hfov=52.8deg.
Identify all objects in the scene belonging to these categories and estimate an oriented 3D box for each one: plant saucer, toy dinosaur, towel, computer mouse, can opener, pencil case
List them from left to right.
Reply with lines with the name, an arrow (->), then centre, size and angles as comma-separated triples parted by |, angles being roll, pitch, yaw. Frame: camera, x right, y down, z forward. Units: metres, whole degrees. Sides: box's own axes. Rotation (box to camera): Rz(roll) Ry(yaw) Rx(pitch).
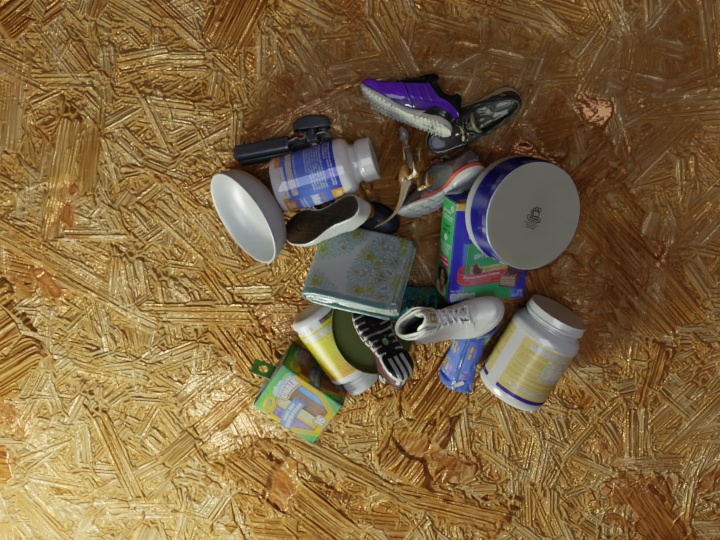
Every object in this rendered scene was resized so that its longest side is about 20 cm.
can opener -> -0.153, -0.259, 1.436 | 0.199, 0.053, 0.067 | -9, 75, 9
computer mouse -> -0.016, -0.120, 1.467 | 0.199, 0.034, 0.059 | 17, 110, 1
towel -> 0.000, 0.000, 1.439 | 0.199, 0.172, 0.048 | 13, 153, 11
plant saucer -> 0.022, 0.112, 1.489 | 0.199, 0.031, 0.201 | 5, 81, -30
toy dinosaur -> 0.092, -0.175, 1.405 | 0.060, 0.106, 0.201 | 8, 91, -32
pencil case -> 0.217, 0.166, 1.480 | 0.078, 0.087, 0.201 | 19, 129, 8

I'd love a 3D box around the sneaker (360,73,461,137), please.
sneaker -> 0.101, -0.332, 1.371 | 0.199, 0.070, 0.100 | 26, 81, 12

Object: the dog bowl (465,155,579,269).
dog bowl -> 0.297, -0.106, 1.327 | 0.199, 0.079, 0.201 | -6, 107, -19

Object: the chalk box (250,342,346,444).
chalk box -> -0.142, 0.249, 1.556 | 0.200, 0.125, 0.124 | 35, 109, -7

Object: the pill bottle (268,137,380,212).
pill bottle -> -0.067, -0.190, 1.407 | 0.199, 0.112, 0.113 | -15, 106, 10

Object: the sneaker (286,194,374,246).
sneaker -> -0.058, -0.090, 1.436 | 0.199, 0.084, 0.073 | -16, 77, 33

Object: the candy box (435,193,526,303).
candy box -> 0.241, -0.046, 1.413 | 0.168, 0.077, 0.201 | -4, 109, -17

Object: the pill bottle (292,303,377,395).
pill bottle -> -0.046, 0.161, 1.524 | 0.109, 0.109, 0.201 | -31, 102, 15

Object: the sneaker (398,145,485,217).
sneaker -> 0.152, -0.174, 1.423 | 0.199, 0.077, 0.082 | -29, 65, 26

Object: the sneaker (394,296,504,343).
sneaker -> 0.163, 0.095, 1.362 | 0.199, 0.115, 0.074 | -22, 72, 27

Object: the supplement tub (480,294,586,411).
supplement tub -> 0.349, 0.165, 1.464 | 0.145, 0.146, 0.201 | 27, 109, -3

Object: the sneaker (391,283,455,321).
sneaker -> 0.128, 0.063, 1.473 | 0.199, 0.080, 0.078 | -5, 89, -4

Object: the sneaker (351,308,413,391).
sneaker -> 0.035, 0.154, 1.436 | 0.075, 0.201, 0.116 | -17, 147, -15

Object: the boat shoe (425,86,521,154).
boat shoe -> 0.211, -0.282, 1.371 | 0.199, 0.065, 0.073 | -31, 104, 16

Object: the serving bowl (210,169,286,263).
serving bowl -> -0.210, -0.116, 1.433 | 0.066, 0.200, 0.201 | -37, 105, -28
